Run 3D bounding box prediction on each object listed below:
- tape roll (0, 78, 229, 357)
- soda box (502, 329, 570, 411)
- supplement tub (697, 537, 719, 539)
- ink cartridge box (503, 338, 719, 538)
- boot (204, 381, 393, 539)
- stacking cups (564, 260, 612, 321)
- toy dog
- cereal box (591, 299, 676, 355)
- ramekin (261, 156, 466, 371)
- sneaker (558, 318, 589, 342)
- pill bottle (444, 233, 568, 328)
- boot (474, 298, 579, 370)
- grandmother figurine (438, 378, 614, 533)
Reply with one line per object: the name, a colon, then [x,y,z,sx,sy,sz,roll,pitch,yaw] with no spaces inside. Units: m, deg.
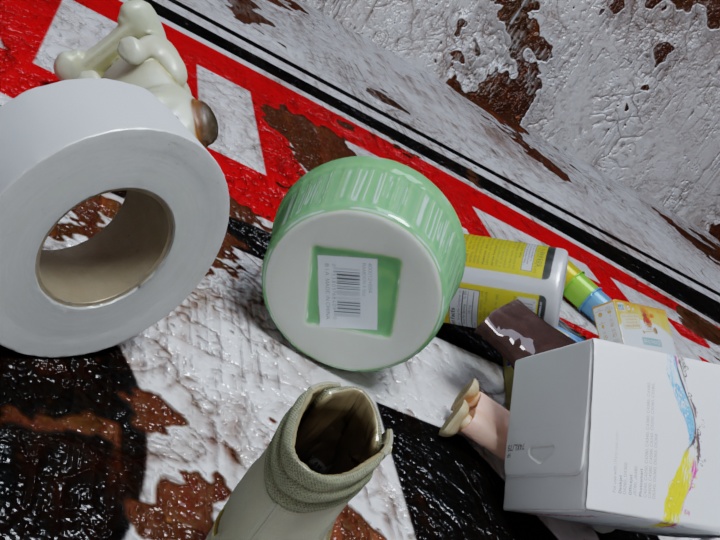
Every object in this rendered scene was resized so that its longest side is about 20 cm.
tape roll: [-0.197,-0.034,0.686,0.202,0.203,0.071,6,32,-51]
soda box: [0.217,0.125,1.138,0.068,0.064,0.200,31,21,-5]
supplement tub: [0.355,0.320,0.797,0.199,0.132,0.132,27,21,-14]
ink cartridge box: [0.253,0.159,0.861,0.199,0.147,0.147,12,-17,-17]
boot: [-0.033,0.135,0.603,0.072,0.155,0.200,36,20,9]
stacking cups: [0.396,0.059,1.568,0.200,0.061,0.060,43,22,20]
toy dog: [-0.245,-0.181,1.088,0.200,0.139,0.194,53,-8,47]
cereal box: [0.367,0.143,1.212,0.144,0.039,0.201,10,64,-46]
ramekin: [0.000,0.000,0.918,0.200,0.200,0.098,31,28,-6]
sneaker: [0.284,0.106,1.269,0.199,0.071,0.083,33,22,3]
pill bottle: [0.142,0.014,1.139,0.199,0.112,0.111,10,16,13]
boot: [0.230,0.088,1.034,0.166,0.072,0.200,48,36,18]
grandmother figurine: [0.179,0.190,0.950,0.200,0.061,0.121,36,47,1]
